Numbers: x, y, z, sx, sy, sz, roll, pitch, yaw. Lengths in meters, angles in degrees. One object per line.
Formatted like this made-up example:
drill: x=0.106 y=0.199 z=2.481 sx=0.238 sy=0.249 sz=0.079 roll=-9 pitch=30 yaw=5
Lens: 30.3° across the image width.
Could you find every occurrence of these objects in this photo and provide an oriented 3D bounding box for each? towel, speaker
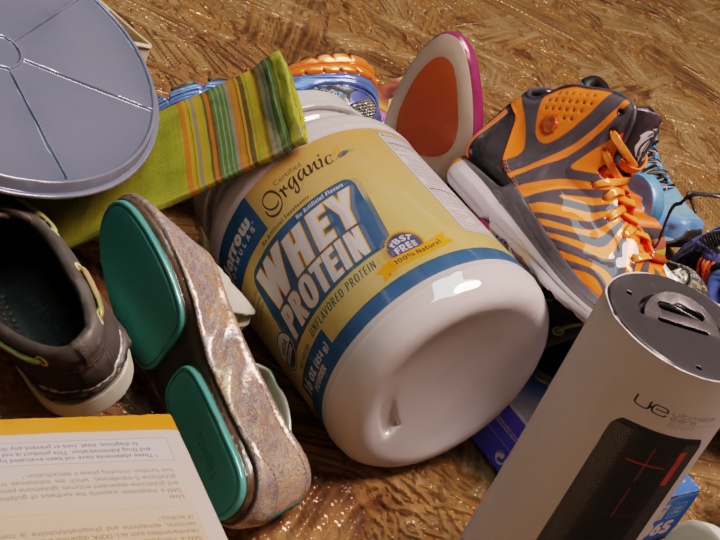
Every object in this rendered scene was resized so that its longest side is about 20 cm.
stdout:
towel: x=-0.127 y=-0.062 z=0.776 sx=0.200 sy=0.018 sz=0.086 roll=-24 pitch=41 yaw=5
speaker: x=0.115 y=0.099 z=0.664 sx=0.081 sy=0.200 sz=0.081 roll=18 pitch=32 yaw=-12

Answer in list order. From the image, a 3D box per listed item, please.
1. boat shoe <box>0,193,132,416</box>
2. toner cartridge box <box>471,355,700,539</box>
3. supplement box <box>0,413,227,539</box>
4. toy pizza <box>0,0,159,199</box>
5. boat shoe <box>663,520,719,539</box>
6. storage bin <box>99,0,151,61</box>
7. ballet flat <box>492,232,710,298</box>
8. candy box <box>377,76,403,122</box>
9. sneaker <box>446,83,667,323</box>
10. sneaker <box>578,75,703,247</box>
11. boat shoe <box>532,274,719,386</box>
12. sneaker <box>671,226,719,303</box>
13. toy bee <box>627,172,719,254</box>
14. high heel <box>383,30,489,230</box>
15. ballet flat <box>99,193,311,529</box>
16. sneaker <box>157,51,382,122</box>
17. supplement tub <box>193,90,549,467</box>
boat shoe: x=-0.194 y=-0.010 z=0.707 sx=0.072 sy=0.061 sz=0.201 roll=-39 pitch=64 yaw=-20
toner cartridge box: x=0.111 y=0.086 z=0.834 sx=0.095 sy=0.043 sz=0.200 roll=-4 pitch=42 yaw=-39
supplement box: x=-0.111 y=0.154 z=0.541 sx=0.126 sy=0.074 sz=0.200 roll=3 pitch=38 yaw=-33
toy pizza: x=-0.208 y=-0.113 z=0.745 sx=0.200 sy=0.032 sz=0.200 roll=23 pitch=41 yaw=-22
boat shoe: x=0.217 y=0.222 z=0.695 sx=0.071 sy=0.070 sz=0.201 roll=20 pitch=33 yaw=-31
storage bin: x=-0.276 y=-0.157 z=0.868 sx=0.200 sy=0.094 sz=0.198 roll=41 pitch=34 yaw=24
ballet flat: x=0.160 y=-0.006 z=0.924 sx=0.072 sy=0.072 sz=0.200 roll=-8 pitch=26 yaw=-43
candy box: x=0.020 y=-0.079 z=1.001 sx=0.117 sy=0.057 sz=0.200 roll=37 pitch=34 yaw=17
sneaker: x=0.145 y=-0.035 z=0.756 sx=0.200 sy=0.112 sz=0.078 roll=47 pitch=13 yaw=24
sneaker: x=0.226 y=-0.096 z=1.141 sx=0.078 sy=0.090 sz=0.200 roll=-1 pitch=41 yaw=-37
boat shoe: x=0.187 y=0.057 z=0.829 sx=0.201 sy=0.072 sz=0.061 roll=12 pitch=36 yaw=-13
sneaker: x=0.278 y=0.007 z=0.971 sx=0.078 sy=0.076 sz=0.200 roll=-12 pitch=5 yaw=-17
toy bee: x=0.188 y=-0.025 z=1.020 sx=0.131 sy=0.109 sz=0.200 roll=9 pitch=10 yaw=-12
high heel: x=0.061 y=-0.070 z=0.887 sx=0.067 sy=0.200 sz=0.096 roll=27 pitch=34 yaw=25
ballet flat: x=-0.082 y=0.047 z=0.717 sx=0.067 sy=0.068 sz=0.200 roll=-1 pitch=59 yaw=-45
sneaker: x=-0.074 y=-0.083 z=0.876 sx=0.200 sy=0.075 sz=0.079 roll=-19 pitch=66 yaw=-10
supplement tub: x=0.000 y=0.000 z=0.783 sx=0.144 sy=0.145 sz=0.200 roll=-4 pitch=42 yaw=-40
